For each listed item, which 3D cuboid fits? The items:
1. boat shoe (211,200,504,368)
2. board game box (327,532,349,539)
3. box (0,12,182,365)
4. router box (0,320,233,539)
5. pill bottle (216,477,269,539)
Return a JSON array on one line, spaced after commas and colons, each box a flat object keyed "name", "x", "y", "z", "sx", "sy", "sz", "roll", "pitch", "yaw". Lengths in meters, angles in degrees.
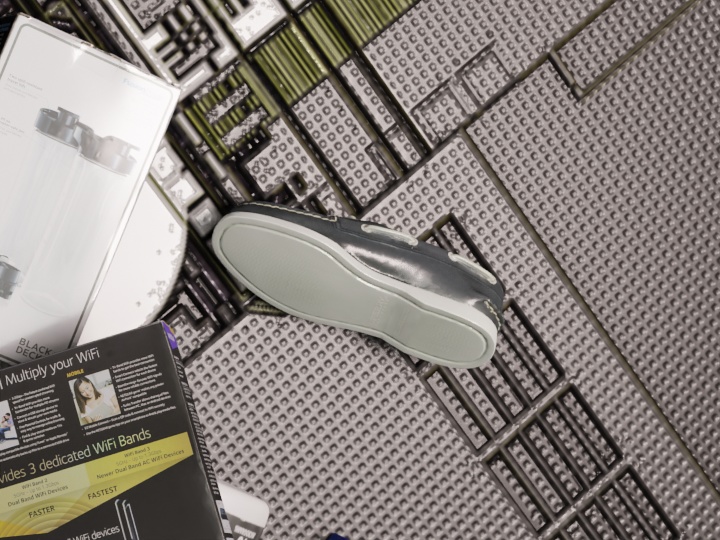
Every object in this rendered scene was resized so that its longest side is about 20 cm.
[{"name": "boat shoe", "x": 0.000, "y": 0.000, "z": 1.473, "sx": 0.199, "sy": 0.076, "sz": 0.061, "roll": 27, "pitch": 46, "yaw": -11}, {"name": "board game box", "x": -0.028, "y": 0.295, "z": 1.488, "sx": 0.134, "sy": 0.045, "sz": 0.200, "roll": 44, "pitch": 78, "yaw": -17}, {"name": "box", "x": -0.203, "y": -0.045, "z": 1.393, "sx": 0.116, "sy": 0.060, "sz": 0.201, "roll": 23, "pitch": 86, "yaw": -20}, {"name": "router box", "x": -0.186, "y": 0.134, "z": 1.331, "sx": 0.199, "sy": 0.052, "sz": 0.158, "roll": -16, "pitch": 82, "yaw": 0}, {"name": "pill bottle", "x": -0.145, "y": 0.215, "z": 1.403, "sx": 0.114, "sy": 0.114, "sz": 0.201, "roll": 25, "pitch": 85, "yaw": -20}]
